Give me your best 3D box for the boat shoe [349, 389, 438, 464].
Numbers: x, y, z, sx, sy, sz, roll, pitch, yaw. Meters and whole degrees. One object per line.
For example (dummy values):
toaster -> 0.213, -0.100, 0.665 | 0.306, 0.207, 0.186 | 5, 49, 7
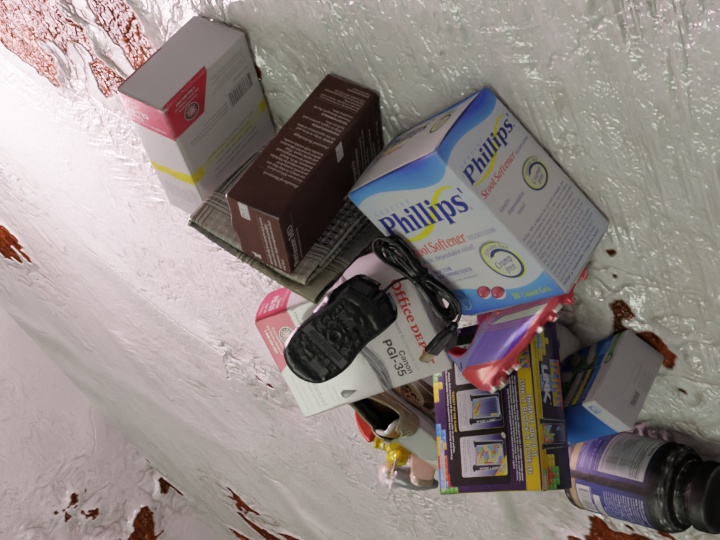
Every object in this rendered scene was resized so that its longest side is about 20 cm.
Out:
boat shoe -> 0.047, 0.216, 1.394 | 0.200, 0.069, 0.075 | 42, 125, -9

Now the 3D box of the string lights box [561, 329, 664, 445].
string lights box -> 0.269, 0.150, 1.175 | 0.059, 0.103, 0.200 | 36, 154, -6

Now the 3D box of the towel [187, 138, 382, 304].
towel -> -0.072, -0.072, 1.144 | 0.199, 0.193, 0.035 | 30, 145, 18

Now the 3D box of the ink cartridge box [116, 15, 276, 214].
ink cartridge box -> -0.188, -0.177, 1.174 | 0.083, 0.145, 0.201 | 24, 151, 27

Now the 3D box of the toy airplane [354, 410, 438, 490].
toy airplane -> 0.089, 0.299, 1.573 | 0.200, 0.142, 0.199 | 28, -169, -49

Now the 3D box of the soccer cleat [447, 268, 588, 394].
soccer cleat -> 0.174, 0.046, 1.073 | 0.076, 0.067, 0.201 | 40, 113, 18

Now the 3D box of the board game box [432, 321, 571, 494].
board game box -> 0.163, 0.162, 1.161 | 0.056, 0.202, 0.165 | 8, 164, -41

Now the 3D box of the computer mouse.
computer mouse -> 0.018, 0.064, 1.086 | 0.140, 0.200, 0.046 | 40, -163, -8

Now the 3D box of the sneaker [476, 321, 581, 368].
sneaker -> 0.187, 0.110, 1.237 | 0.081, 0.084, 0.200 | 44, 154, -14

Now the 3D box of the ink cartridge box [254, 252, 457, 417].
ink cartridge box -> -0.003, 0.069, 1.159 | 0.199, 0.083, 0.147 | -21, 107, 17

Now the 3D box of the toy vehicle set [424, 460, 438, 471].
toy vehicle set -> 0.068, 0.205, 1.499 | 0.200, 0.124, 0.027 | 40, 122, -5

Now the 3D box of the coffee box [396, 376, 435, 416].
coffee box -> 0.083, 0.148, 1.432 | 0.200, 0.080, 0.113 | 40, 153, -4

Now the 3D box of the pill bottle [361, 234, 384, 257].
pill bottle -> 0.000, 0.000, 1.245 | 0.200, 0.112, 0.112 | 43, 154, -11

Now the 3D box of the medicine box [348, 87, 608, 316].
medicine box -> 0.119, -0.064, 1.020 | 0.200, 0.103, 0.182 | 44, 153, -15

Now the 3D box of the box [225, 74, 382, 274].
box -> -0.055, -0.107, 1.057 | 0.075, 0.200, 0.100 | 26, 152, 21

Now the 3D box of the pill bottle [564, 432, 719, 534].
pill bottle -> 0.366, 0.269, 1.237 | 0.199, 0.112, 0.112 | 5, 139, 48
